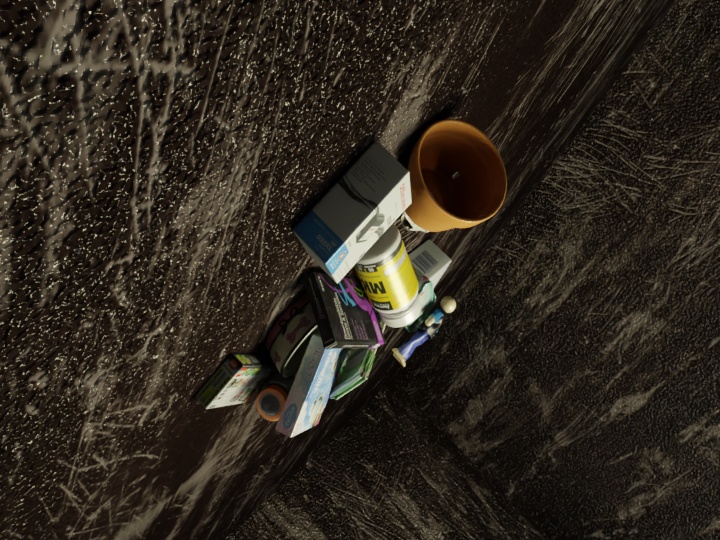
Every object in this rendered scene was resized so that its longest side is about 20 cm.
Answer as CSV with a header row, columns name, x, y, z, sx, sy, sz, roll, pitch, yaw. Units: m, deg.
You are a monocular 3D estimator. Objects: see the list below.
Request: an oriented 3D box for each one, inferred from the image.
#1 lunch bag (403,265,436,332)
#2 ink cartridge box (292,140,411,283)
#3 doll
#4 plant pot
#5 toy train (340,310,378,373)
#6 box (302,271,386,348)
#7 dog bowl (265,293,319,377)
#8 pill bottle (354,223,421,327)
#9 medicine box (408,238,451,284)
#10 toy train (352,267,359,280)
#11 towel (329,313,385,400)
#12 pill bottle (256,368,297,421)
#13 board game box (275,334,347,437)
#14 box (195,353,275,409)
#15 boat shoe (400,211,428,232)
name,x,y,z,sx,sy,sz,roll,pitch,yaw
lunch bag,0.092,0.047,1.490,0.122,0.170,0.201,-44,155,-10
ink cartridge box,-0.007,-0.093,1.027,0.200,0.083,0.145,-47,166,-6
doll,0.160,0.141,1.479,0.200,0.048,0.137,-44,160,-9
plant pot,0.163,-0.164,1.183,0.199,0.202,0.140,-39,-179,-29
toy train,-0.007,0.183,1.587,0.202,0.041,0.057,-53,-172,15
box,-0.029,0.083,1.226,0.036,0.147,0.198,-28,161,26
dog bowl,-0.119,0.127,1.298,0.200,0.073,0.201,-46,166,-14
pill bottle,0.055,0.012,1.257,0.114,0.113,0.203,-41,129,-21
medicine box,0.154,0.038,1.840,0.181,0.103,0.202,-36,162,-41
toy train,0.000,0.000,1.344,0.199,0.085,0.116,-41,150,0
towel,-0.001,0.191,1.407,0.152,0.023,0.203,-44,-163,47
pill bottle,-0.169,0.269,1.390,0.107,0.106,0.200,-51,176,15
board game box,-0.095,0.238,1.306,0.205,0.042,0.199,-68,165,0
box,-0.245,0.221,1.238,0.111,0.035,0.200,-49,166,0
boat shoe,0.125,-0.125,1.420,0.068,0.073,0.200,-20,172,6
